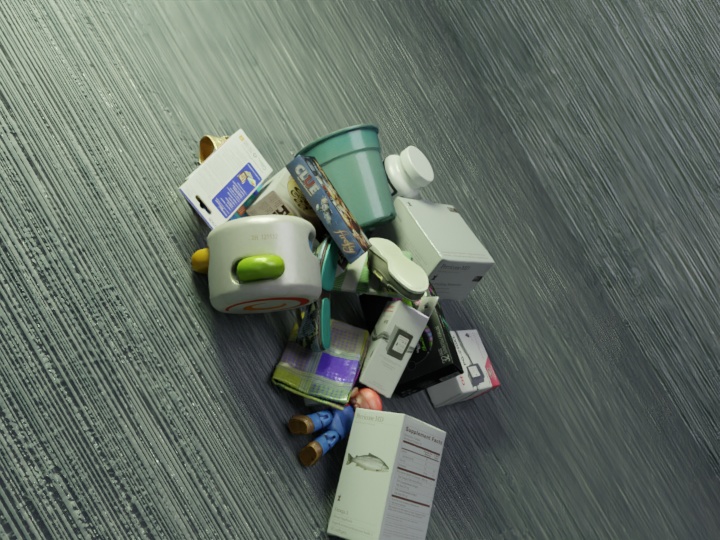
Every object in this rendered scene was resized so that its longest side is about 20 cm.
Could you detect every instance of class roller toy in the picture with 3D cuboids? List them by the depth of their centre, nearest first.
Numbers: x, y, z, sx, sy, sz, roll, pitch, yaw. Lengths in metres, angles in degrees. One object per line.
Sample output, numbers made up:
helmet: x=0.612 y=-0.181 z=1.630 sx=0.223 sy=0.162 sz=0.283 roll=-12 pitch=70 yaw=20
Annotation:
roller toy: x=-0.158 y=-0.012 z=1.108 sx=0.180 sy=0.198 sz=0.143 roll=4 pitch=74 yaw=-45

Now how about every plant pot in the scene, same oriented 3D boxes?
plant pot: x=-0.020 y=-0.182 z=1.486 sx=0.199 sy=0.198 sz=0.200 roll=-13 pitch=81 yaw=-58

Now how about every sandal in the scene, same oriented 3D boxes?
sandal: x=-0.267 y=-0.212 z=1.246 sx=0.070 sy=0.077 sz=0.213 roll=51 pitch=36 yaw=-22

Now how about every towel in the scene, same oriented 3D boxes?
towel: x=-0.066 y=0.150 z=1.203 sx=0.141 sy=0.023 sz=0.201 roll=20 pitch=35 yaw=2
towel: x=0.000 y=0.000 z=1.369 sx=0.154 sy=0.195 sz=0.024 roll=-71 pitch=164 yaw=-52

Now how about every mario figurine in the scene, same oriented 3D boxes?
mario figurine: x=-0.042 y=0.265 z=1.180 sx=0.198 sy=0.105 sz=0.126 roll=-13 pitch=116 yaw=-49

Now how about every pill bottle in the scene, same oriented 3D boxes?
pill bottle: x=0.067 y=-0.195 z=1.599 sx=0.115 sy=0.198 sz=0.117 roll=35 pitch=37 yaw=-33

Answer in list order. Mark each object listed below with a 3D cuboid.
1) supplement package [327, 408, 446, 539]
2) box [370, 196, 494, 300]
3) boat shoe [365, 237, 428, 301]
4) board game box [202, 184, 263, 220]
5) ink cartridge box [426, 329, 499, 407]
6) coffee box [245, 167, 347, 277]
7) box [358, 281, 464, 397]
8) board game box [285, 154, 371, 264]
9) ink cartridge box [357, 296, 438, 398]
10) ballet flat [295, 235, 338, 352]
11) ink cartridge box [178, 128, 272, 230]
supplement package: x=0.044 y=0.339 z=1.103 sx=0.116 sy=0.116 sz=0.204 roll=29 pitch=67 yaw=-39
box: x=0.163 y=-0.048 z=1.569 sx=0.196 sy=0.131 sz=0.202 roll=3 pitch=44 yaw=-43
boat shoe: x=0.064 y=0.007 z=1.271 sx=0.071 sy=0.061 sz=0.202 roll=2 pitch=26 yaw=-26
board game box: x=-0.186 y=-0.072 z=1.271 sx=0.201 sy=0.045 sz=0.153 roll=52 pitch=30 yaw=-11
ink cartridge box: x=0.220 y=0.220 z=1.569 sx=0.198 sy=0.084 sz=0.147 roll=4 pitch=59 yaw=-54
coffee box: x=-0.106 y=-0.080 z=1.274 sx=0.201 sy=0.079 sz=0.114 roll=49 pitch=30 yaw=-18
box: x=0.103 y=0.130 z=1.390 sx=0.124 sy=0.146 sz=0.203 roll=43 pitch=26 yaw=-64
board game box: x=-0.053 y=-0.112 z=1.228 sx=0.202 sy=0.034 sz=0.136 roll=56 pitch=10 yaw=-3
ink cartridge box: x=0.061 y=0.124 z=1.266 sx=0.066 sy=0.203 sz=0.116 roll=28 pitch=-7 yaw=-7
ballet flat: x=-0.082 y=0.038 z=1.193 sx=0.074 sy=0.073 sz=0.205 roll=19 pitch=72 yaw=-47
ink cartridge box: x=-0.234 y=-0.153 z=1.179 sx=0.095 sy=0.037 sz=0.201 roll=52 pitch=41 yaw=-19
